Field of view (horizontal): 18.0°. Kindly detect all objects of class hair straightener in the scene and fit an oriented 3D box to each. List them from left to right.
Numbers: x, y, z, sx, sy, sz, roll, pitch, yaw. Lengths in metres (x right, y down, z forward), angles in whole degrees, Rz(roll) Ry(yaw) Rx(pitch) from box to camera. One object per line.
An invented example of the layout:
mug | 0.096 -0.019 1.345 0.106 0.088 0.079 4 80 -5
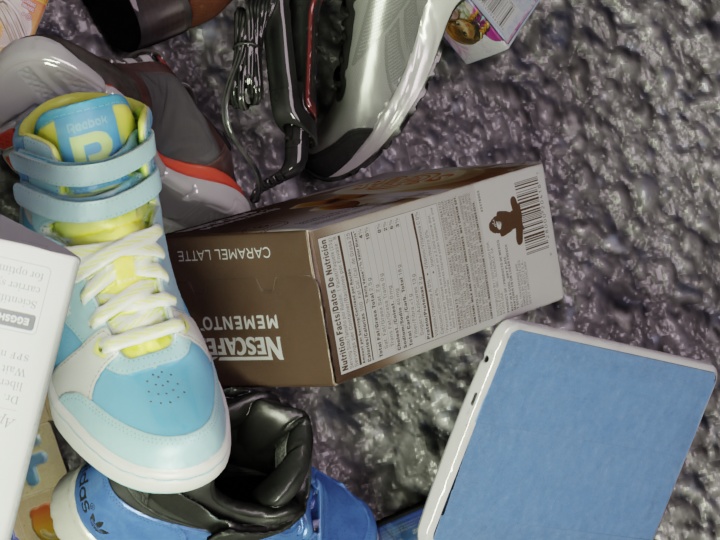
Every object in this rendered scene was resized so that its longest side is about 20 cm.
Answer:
hair straightener | -0.057 -0.136 1.212 0.077 0.041 0.200 11 79 -38

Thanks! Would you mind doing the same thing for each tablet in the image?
tablet | 0.117 0.099 1.249 0.200 0.014 0.130 13 101 -47

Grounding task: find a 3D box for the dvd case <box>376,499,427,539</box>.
dvd case | 0.069 0.221 1.254 0.143 0.018 0.200 -19 87 -32

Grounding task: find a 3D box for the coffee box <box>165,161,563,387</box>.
coffee box | 0.000 0.000 1.175 0.200 0.114 0.080 -18 101 -49

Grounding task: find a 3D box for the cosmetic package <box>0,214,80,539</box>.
cosmetic package | -0.220 0.065 0.988 0.123 0.199 0.200 14 92 -21

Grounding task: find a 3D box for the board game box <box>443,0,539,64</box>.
board game box | 0.057 -0.259 1.325 0.200 0.041 0.200 49 53 -19

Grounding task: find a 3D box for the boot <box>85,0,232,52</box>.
boot | -0.087 -0.240 1.250 0.200 0.068 0.188 -33 95 -32

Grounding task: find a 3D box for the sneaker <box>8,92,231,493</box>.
sneaker | -0.114 -0.002 1.036 0.079 0.131 0.200 -16 47 -20

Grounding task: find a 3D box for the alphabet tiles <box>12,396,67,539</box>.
alphabet tiles | -0.171 0.133 1.148 0.200 0.008 0.167 -17 87 -31

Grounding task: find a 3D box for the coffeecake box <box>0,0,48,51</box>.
coffeecake box | -0.246 -0.131 1.131 0.153 0.073 0.200 27 67 -22

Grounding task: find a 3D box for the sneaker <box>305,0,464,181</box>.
sneaker | 0.013 -0.142 1.243 0.079 0.074 0.200 23 107 -11

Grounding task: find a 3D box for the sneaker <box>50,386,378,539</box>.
sneaker | -0.043 0.113 1.127 0.200 0.111 0.077 16 54 -40

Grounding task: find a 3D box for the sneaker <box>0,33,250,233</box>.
sneaker | -0.127 -0.080 1.162 0.200 0.077 0.082 43 36 -56
